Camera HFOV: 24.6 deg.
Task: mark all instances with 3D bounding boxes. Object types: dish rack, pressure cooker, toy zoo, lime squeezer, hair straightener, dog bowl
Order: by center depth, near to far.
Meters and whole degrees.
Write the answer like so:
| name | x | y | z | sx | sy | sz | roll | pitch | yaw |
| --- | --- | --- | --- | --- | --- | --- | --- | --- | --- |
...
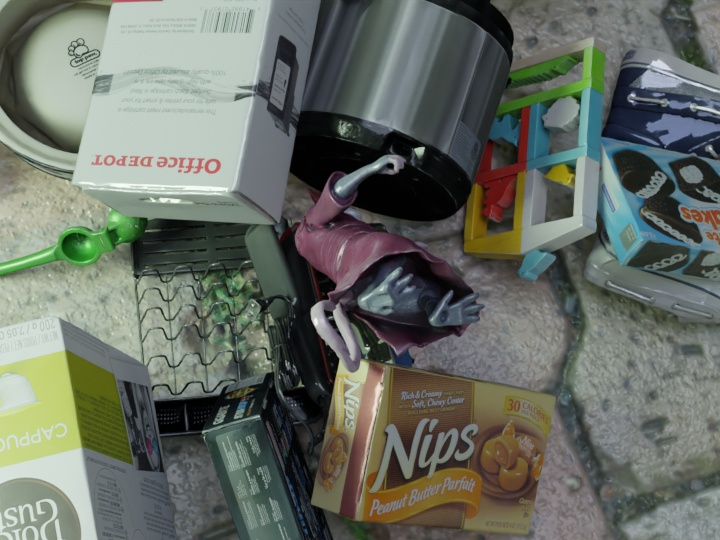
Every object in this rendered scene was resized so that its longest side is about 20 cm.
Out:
| name | x | y | z | sx | sy | sz | roll | pitch | yaw |
| --- | --- | --- | --- | --- | --- | --- | --- | --- | --- |
| hair straightener | -0.062 | 0.047 | 1.276 | 0.077 | 0.041 | 0.201 | 11 | 57 | -39 |
| dish rack | -0.114 | 0.038 | 1.347 | 0.153 | 0.055 | 0.201 | -4 | 74 | -11 |
| lime squeezer | -0.220 | -0.038 | 1.349 | 0.200 | 0.038 | 0.071 | -33 | 50 | -15 |
| pressure cooker | 0.035 | -0.160 | 1.365 | 0.178 | 0.176 | 0.201 | 20 | 75 | -4 |
| dog bowl | -0.227 | -0.163 | 1.381 | 0.199 | 0.074 | 0.201 | 2 | 73 | -7 |
| toy zoo | 0.146 | -0.088 | 1.391 | 0.020 | 0.131 | 0.201 | 22 | 67 | -40 |

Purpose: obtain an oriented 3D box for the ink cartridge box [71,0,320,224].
| name | x | y | z | sx | sy | sz | roll | pitch | yaw |
| --- | --- | --- | --- | --- | --- | --- | --- | --- | --- |
| ink cartridge box | -0.125 | -0.141 | 1.278 | 0.145 | 0.083 | 0.201 | 4 | 75 | 23 |

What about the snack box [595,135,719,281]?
| name | x | y | z | sx | sy | sz | roll | pitch | yaw |
| --- | --- | --- | --- | --- | --- | --- | --- | --- | --- |
| snack box | 0.287 | -0.045 | 1.385 | 0.199 | 0.037 | 0.117 | 8 | 47 | -29 |

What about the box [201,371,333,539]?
| name | x | y | z | sx | sy | sz | roll | pitch | yaw |
| --- | --- | --- | --- | --- | --- | --- | --- | --- | --- |
| box | -0.057 | 0.187 | 1.225 | 0.046 | 0.159 | 0.201 | -18 | 97 | 3 |

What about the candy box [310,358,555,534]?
| name | x | y | z | sx | sy | sz | roll | pitch | yaw |
| --- | --- | --- | --- | --- | --- | --- | --- | --- | --- |
| candy box | 0.060 | 0.137 | 1.273 | 0.200 | 0.055 | 0.116 | 13 | 87 | -43 |

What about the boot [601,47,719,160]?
| name | x | y | z | sx | sy | sz | roll | pitch | yaw |
| --- | --- | --- | --- | --- | --- | --- | --- | --- | --- |
| boot | 0.315 | -0.121 | 1.458 | 0.199 | 0.073 | 0.091 | 19 | 80 | 5 |

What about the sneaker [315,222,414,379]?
| name | x | y | z | sx | sy | sz | roll | pitch | yaw |
| --- | --- | --- | --- | --- | --- | --- | --- | --- | --- |
| sneaker | 0.000 | 0.050 | 1.355 | 0.078 | 0.089 | 0.201 | -7 | 56 | 10 |

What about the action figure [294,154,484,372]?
| name | x | y | z | sx | sy | sz | roll | pitch | yaw |
| --- | --- | --- | --- | --- | --- | --- | --- | --- | --- |
| action figure | 0.000 | 0.000 | 1.256 | 0.149 | 0.134 | 0.200 | -39 | 38 | -13 |

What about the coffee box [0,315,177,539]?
| name | x | y | z | sx | sy | sz | roll | pitch | yaw |
| --- | --- | --- | --- | --- | --- | --- | --- | --- | --- |
| coffee box | -0.258 | 0.167 | 1.186 | 0.199 | 0.200 | 0.199 | -14 | 75 | 6 |

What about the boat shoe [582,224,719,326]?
| name | x | y | z | sx | sy | sz | roll | pitch | yaw |
| --- | --- | --- | --- | --- | --- | --- | --- | --- | --- |
| boat shoe | 0.283 | 0.012 | 1.410 | 0.199 | 0.065 | 0.074 | 23 | 33 | -13 |
